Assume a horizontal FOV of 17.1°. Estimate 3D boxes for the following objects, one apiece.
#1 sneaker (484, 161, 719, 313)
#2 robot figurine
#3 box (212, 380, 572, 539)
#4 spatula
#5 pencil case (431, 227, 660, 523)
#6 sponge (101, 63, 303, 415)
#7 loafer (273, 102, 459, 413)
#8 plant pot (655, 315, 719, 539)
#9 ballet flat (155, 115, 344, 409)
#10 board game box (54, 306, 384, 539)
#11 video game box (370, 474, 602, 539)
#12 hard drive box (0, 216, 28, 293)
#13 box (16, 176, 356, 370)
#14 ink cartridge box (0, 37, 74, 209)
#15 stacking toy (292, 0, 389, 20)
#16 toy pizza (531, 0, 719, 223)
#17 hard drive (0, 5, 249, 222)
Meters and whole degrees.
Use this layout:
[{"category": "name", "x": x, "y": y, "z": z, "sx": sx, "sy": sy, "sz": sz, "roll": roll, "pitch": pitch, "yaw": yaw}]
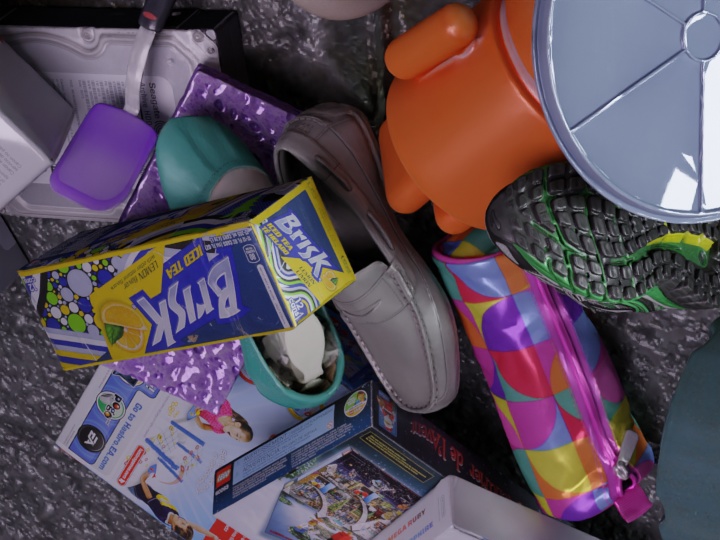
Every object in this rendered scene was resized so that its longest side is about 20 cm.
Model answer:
[{"category": "sneaker", "x": 0.131, "y": -0.006, "z": 1.355, "sx": 0.085, "sy": 0.200, "sz": 0.078, "roll": -15, "pitch": 70, "yaw": 36}, {"category": "robot figurine", "x": 0.093, "y": -0.100, "z": 1.354, "sx": 0.144, "sy": 0.117, "sz": 0.200, "roll": 49, "pitch": 126, "yaw": -5}, {"category": "box", "x": 0.023, "y": 0.159, "z": 1.526, "sx": 0.136, "sy": 0.038, "sz": 0.200, "roll": -31, "pitch": 129, "yaw": 29}, {"category": "spatula", "x": -0.132, "y": -0.132, "z": 1.456, "sx": 0.056, "sy": 0.021, "sz": 0.201, "roll": 27, "pitch": 100, "yaw": 25}, {"category": "pencil case", "x": 0.115, "y": 0.056, "z": 1.455, "sx": 0.088, "sy": 0.088, "sz": 0.201, "roll": -15, "pitch": 111, "yaw": 32}, {"category": "sponge", "x": -0.095, "y": -0.017, "z": 1.480, "sx": 0.111, "sy": 0.030, "sz": 0.201, "roll": 25, "pitch": 105, "yaw": -10}, {"category": "loafer", "x": 0.000, "y": 0.000, "z": 1.422, "sx": 0.070, "sy": 0.070, "sz": 0.201, "roll": -14, "pitch": 106, "yaw": 40}, {"category": "plant pot", "x": 0.284, "y": 0.114, "z": 1.349, "sx": 0.195, "sy": 0.200, "sz": 0.201, "roll": 14, "pitch": 124, "yaw": 29}, {"category": "ballet flat", "x": -0.057, "y": -0.005, "z": 1.430, "sx": 0.070, "sy": 0.067, "sz": 0.201, "roll": 13, "pitch": 130, "yaw": 57}, {"category": "board game box", "x": -0.079, "y": 0.097, "z": 1.592, "sx": 0.195, "sy": 0.056, "sz": 0.200, "roll": 36, "pitch": 127, "yaw": 3}, {"category": "video game box", "x": 0.081, "y": 0.223, "z": 1.535, "sx": 0.199, "sy": 0.047, "sz": 0.182, "roll": 25, "pitch": 135, "yaw": -26}, {"category": "hard drive box", "x": -0.354, "y": -0.023, "z": 1.645, "sx": 0.199, "sy": 0.077, "sz": 0.156, "roll": -18, "pitch": 109, "yaw": 34}, {"category": "box", "x": -0.102, "y": 0.004, "z": 1.382, "sx": 0.199, "sy": 0.064, "sz": 0.070, "roll": -11, "pitch": 109, "yaw": 42}, {"category": "ink cartridge box", "x": -0.302, "y": -0.073, "z": 1.495, "sx": 0.200, "sy": 0.083, "sz": 0.145, "roll": -38, "pitch": 109, "yaw": 21}, {"category": "stacking toy", "x": -0.069, "y": -0.219, "z": 1.378, "sx": 0.199, "sy": 0.146, "sz": 0.147, "roll": 6, "pitch": 121, "yaw": 42}, {"category": "toy pizza", "x": 0.176, "y": -0.126, "z": 1.279, "sx": 0.032, "sy": 0.200, "sz": 0.201, "roll": 18, "pitch": 136, "yaw": 65}, {"category": "hard drive", "x": -0.163, "y": -0.098, "z": 1.532, "sx": 0.199, "sy": 0.038, "sz": 0.140, "roll": 4, "pitch": 119, "yaw": 23}]
